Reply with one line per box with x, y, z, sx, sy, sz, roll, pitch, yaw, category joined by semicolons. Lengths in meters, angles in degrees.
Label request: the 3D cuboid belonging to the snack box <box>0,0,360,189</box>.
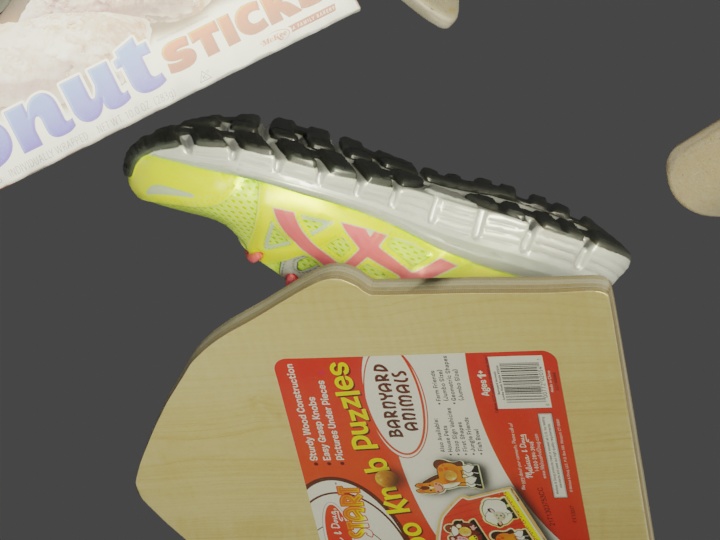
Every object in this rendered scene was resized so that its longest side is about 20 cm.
-0.104;-0.089;1.035;0.200;0.024;0.072;-27;99;-2;snack box

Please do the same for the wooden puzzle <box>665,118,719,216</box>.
0.242;-0.043;0.975;0.200;0.185;0.046;7;65;-34;wooden puzzle

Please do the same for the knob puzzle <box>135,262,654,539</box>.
0.011;0.072;1.035;0.219;0.030;0.220;6;130;8;knob puzzle

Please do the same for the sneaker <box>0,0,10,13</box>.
-0.189;-0.154;0.971;0.146;0.077;0.203;16;105;15;sneaker

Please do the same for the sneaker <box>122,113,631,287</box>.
0.000;0.000;1.035;0.200;0.078;0.090;18;102;-7;sneaker

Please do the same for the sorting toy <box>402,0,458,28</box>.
0.021;-0.227;0.964;0.180;0.107;0.200;36;104;-22;sorting toy
